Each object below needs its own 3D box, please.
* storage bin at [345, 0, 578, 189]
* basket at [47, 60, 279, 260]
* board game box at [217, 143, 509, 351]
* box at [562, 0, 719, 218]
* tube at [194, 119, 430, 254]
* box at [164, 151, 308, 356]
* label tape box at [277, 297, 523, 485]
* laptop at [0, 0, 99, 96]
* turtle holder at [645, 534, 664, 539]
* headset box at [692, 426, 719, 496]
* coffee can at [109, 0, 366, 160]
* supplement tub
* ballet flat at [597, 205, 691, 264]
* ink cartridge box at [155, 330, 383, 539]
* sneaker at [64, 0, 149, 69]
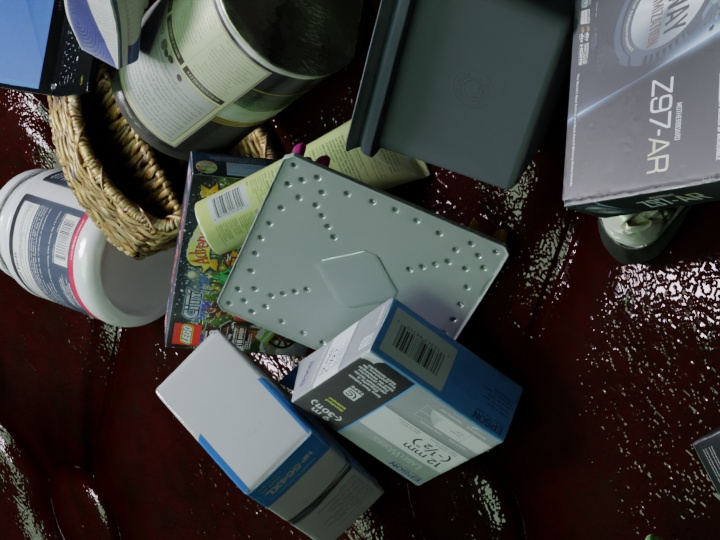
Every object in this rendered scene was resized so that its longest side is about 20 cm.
[{"bbox_3d":[0.089,-0.166,1.328,0.134,0.146,0.200,25,131,9],"label":"storage bin"},{"bbox_3d":[-0.196,-0.130,1.663,0.149,0.143,0.200,-34,80,52],"label":"basket"},{"bbox_3d":[0.000,0.000,1.495,0.200,0.026,0.200,23,135,-6],"label":"board game box"},{"bbox_3d":[0.212,-0.143,1.183,0.160,0.043,0.200,-7,74,52],"label":"box"},{"bbox_3d":[-0.044,-0.075,1.515,0.058,0.200,0.052,56,-166,-38],"label":"tube"},{"bbox_3d":[-0.100,-0.012,1.614,0.038,0.136,0.200,-101,19,-51],"label":"box"},{"bbox_3d":[0.023,0.119,1.529,0.143,0.066,0.200,35,141,-15],"label":"label tape box"},{"bbox_3d":[-0.300,-0.254,1.603,0.200,0.103,0.178,-170,89,-66],"label":"laptop"},{"bbox_3d":[0.227,0.292,1.383,0.132,0.185,0.141,-30,52,51],"label":"turtle holder"},{"bbox_3d":[0.343,0.088,1.099,0.200,0.174,0.093,-37,77,50],"label":"headset box"},{"bbox_3d":[-0.109,-0.197,1.523,0.200,0.146,0.147,-29,85,52],"label":"coffee can"},{"bbox_3d":[-0.279,-0.028,1.812,0.200,0.140,0.141,17,120,45],"label":"supplement tub"},{"bbox_3d":[0.211,-0.067,1.267,0.068,0.068,0.200,51,139,18],"label":"ballet flat"},{"bbox_3d":[-0.080,0.159,1.621,0.146,0.084,0.200,43,177,30],"label":"ink cartridge box"},{"bbox_3d":[-0.185,-0.272,1.465,0.081,0.115,0.200,33,138,38],"label":"sneaker"}]
